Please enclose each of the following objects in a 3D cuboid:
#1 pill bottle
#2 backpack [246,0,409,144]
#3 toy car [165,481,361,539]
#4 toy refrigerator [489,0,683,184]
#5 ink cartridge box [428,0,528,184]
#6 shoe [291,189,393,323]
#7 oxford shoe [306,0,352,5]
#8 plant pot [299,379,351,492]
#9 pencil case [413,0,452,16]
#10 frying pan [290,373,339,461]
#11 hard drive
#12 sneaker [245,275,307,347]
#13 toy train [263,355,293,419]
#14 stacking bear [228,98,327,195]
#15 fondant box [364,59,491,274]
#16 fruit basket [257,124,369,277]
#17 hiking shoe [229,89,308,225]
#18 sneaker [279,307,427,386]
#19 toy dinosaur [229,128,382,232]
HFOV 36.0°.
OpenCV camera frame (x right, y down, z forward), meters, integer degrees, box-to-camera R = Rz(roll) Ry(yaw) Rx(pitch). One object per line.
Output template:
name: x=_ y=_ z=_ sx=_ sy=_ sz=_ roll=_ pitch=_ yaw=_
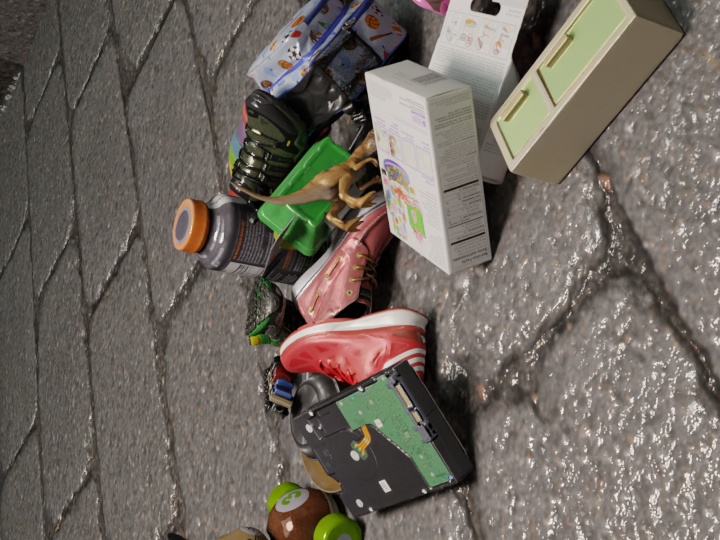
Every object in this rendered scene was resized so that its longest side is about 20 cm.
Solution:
pill bottle: x=-0.153 y=-0.044 z=1.516 sx=0.106 sy=0.199 sz=0.107 roll=-27 pitch=57 yaw=53
backpack: x=-0.038 y=-0.266 z=1.416 sx=0.191 sy=0.154 sz=0.200 roll=-46 pitch=17 yaw=-31
toy car: x=-0.129 y=0.338 z=1.344 sx=0.164 sy=0.199 sz=0.158 roll=14 pitch=92 yaw=60
toy refrigerator: x=0.211 y=-0.184 z=1.073 sx=0.200 sy=0.070 sz=0.076 roll=-54 pitch=39 yaw=37
ink cartridge box: x=0.132 y=-0.213 z=1.244 sx=0.162 sy=0.057 sz=0.201 roll=36 pitch=107 yaw=58
shoe: x=0.000 y=0.000 z=1.361 sx=0.200 sy=0.071 sz=0.091 roll=-49 pitch=50 yaw=19
oxford shoe: x=-0.083 y=-0.313 z=1.607 sx=0.073 sy=0.084 sz=0.201 roll=48 pitch=122 yaw=52
plant pot: x=-0.020 y=0.177 z=1.386 sx=0.200 sy=0.027 sz=0.201 roll=-28 pitch=56 yaw=52
pencil case: x=0.116 y=-0.403 z=1.294 sx=0.200 sy=0.090 sz=0.094 roll=-65 pitch=32 yaw=25
frying pan: x=-0.054 y=0.146 z=1.406 sx=0.115 sy=0.031 sz=0.191 roll=-1 pitch=82 yaw=59
hard drive: x=0.021 y=0.189 z=1.228 sx=0.140 sy=0.038 sz=0.200 roll=57 pitch=140 yaw=1
sneaker: x=-0.105 y=0.058 z=1.462 sx=0.200 sy=0.085 sz=0.078 roll=98 pitch=180 yaw=-79
toy train: x=-0.108 y=0.151 z=1.480 sx=0.200 sy=0.034 sz=0.046 roll=-119 pitch=54 yaw=-79
stacking bear: x=-0.142 y=-0.152 z=1.630 sx=0.114 sy=0.121 sz=0.200 roll=38 pitch=136 yaw=13
fondant box: x=0.073 y=-0.115 z=1.207 sx=0.144 sy=0.058 sz=0.201 roll=40 pitch=144 yaw=57
fruit basket: x=-0.057 y=-0.075 z=1.402 sx=0.185 sy=0.094 sz=0.200 roll=-52 pitch=-8 yaw=-21
hiking shoe: x=-0.118 y=-0.135 z=1.385 sx=0.076 sy=0.200 sz=0.101 roll=29 pitch=63 yaw=24
sneaker: x=-0.013 y=0.119 z=1.289 sx=0.200 sy=0.078 sz=0.116 roll=-19 pitch=57 yaw=33
toy dinosaur: x=-0.039 y=-0.094 z=1.288 sx=0.106 sy=0.200 sz=0.061 roll=48 pitch=154 yaw=25
